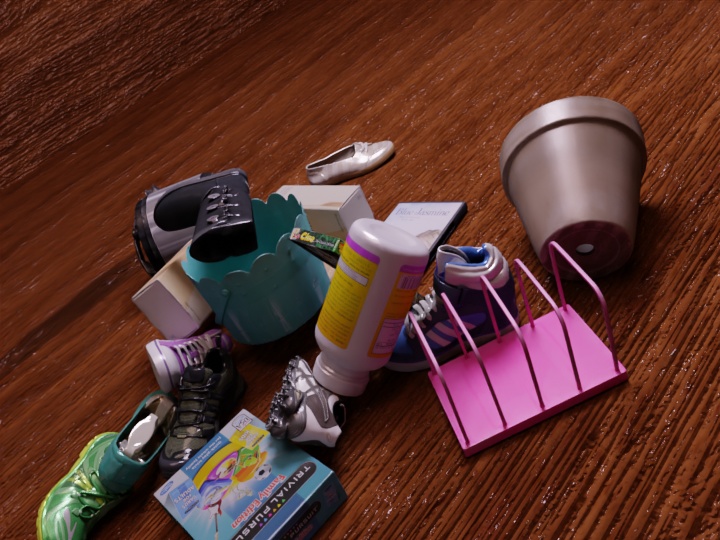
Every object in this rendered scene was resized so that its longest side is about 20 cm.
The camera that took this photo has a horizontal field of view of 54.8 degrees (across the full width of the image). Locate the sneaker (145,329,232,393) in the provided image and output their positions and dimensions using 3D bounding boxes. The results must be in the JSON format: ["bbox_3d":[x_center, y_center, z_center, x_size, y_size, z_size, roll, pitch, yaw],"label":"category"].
[{"bbox_3d":[-0.246,0.119,1.018,0.112,0.074,0.200,-23,1,-8],"label":"sneaker"}]

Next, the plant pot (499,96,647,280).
[{"bbox_3d":[0.284,-0.092,0.915,0.195,0.201,0.177,-11,50,22],"label":"plant pot"}]

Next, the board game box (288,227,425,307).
[{"bbox_3d":[0.000,0.000,0.963,0.103,0.199,0.024,13,75,46],"label":"board game box"}]

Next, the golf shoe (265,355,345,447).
[{"bbox_3d":[-0.065,0.173,0.878,0.200,0.093,0.079,-101,36,-79],"label":"golf shoe"}]

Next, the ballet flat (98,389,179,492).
[{"bbox_3d":[-0.280,0.212,0.936,0.071,0.067,0.201,-49,8,25],"label":"ballet flat"}]

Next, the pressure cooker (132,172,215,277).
[{"bbox_3d":[-0.343,-0.080,1.336,0.195,0.182,0.177,-20,28,3],"label":"pressure cooker"}]

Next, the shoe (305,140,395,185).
[{"bbox_3d":[-0.022,-0.228,1.446,0.196,0.054,0.070,-24,31,4],"label":"shoe"}]

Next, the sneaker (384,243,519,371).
[{"bbox_3d":[0.097,0.035,0.876,0.195,0.149,0.081,-18,31,12],"label":"sneaker"}]

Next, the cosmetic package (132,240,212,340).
[{"bbox_3d":[-0.280,0.020,1.163,0.070,0.106,0.201,-32,17,28],"label":"cosmetic package"}]

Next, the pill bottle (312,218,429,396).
[{"bbox_3d":[0.005,0.048,0.855,0.102,0.204,0.105,19,17,-6],"label":"pill bottle"}]

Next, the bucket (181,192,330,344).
[{"bbox_3d":[-0.148,-0.001,1.027,0.202,0.137,0.209,-19,31,11],"label":"bucket"}]

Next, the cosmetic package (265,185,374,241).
[{"bbox_3d":[-0.071,-0.089,1.229,0.197,0.107,0.071,5,43,43],"label":"cosmetic package"}]

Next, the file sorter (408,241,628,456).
[{"bbox_3d":[0.168,0.078,0.780,0.196,0.127,0.140,-25,31,0],"label":"file sorter"}]

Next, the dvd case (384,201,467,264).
[{"bbox_3d":[0.076,-0.050,1.144,0.140,0.018,0.201,2,41,40],"label":"dvd case"}]

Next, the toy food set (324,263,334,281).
[{"bbox_3d":[-0.125,0.024,1.152,0.197,0.049,0.198,-42,35,-24],"label":"toy food set"}]

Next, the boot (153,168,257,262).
[{"bbox_3d":[-0.227,-0.065,0.994,0.162,0.066,0.201,-26,34,3],"label":"boot"}]

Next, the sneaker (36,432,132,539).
[{"bbox_3d":[-0.347,0.286,0.900,0.082,0.075,0.202,-17,32,22],"label":"sneaker"}]

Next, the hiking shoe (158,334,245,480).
[{"bbox_3d":[-0.224,0.181,0.930,0.074,0.103,0.202,-5,34,18],"label":"hiking shoe"}]

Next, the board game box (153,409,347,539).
[{"bbox_3d":[-0.132,0.261,0.806,0.151,0.048,0.198,-42,34,-25],"label":"board game box"}]
